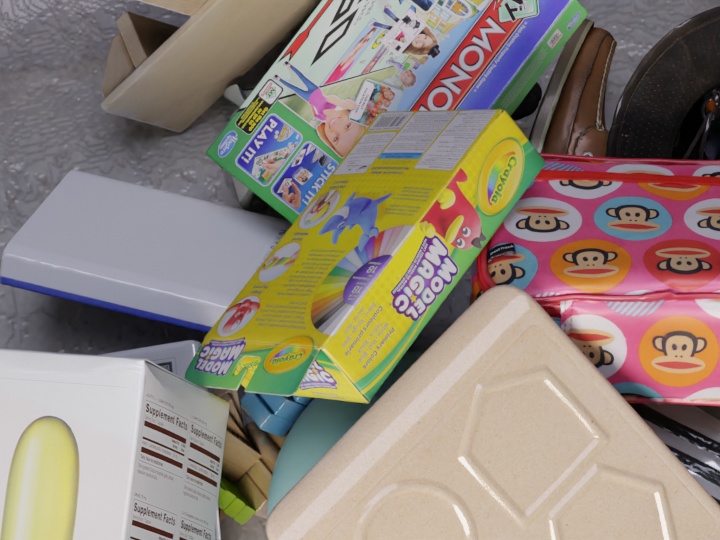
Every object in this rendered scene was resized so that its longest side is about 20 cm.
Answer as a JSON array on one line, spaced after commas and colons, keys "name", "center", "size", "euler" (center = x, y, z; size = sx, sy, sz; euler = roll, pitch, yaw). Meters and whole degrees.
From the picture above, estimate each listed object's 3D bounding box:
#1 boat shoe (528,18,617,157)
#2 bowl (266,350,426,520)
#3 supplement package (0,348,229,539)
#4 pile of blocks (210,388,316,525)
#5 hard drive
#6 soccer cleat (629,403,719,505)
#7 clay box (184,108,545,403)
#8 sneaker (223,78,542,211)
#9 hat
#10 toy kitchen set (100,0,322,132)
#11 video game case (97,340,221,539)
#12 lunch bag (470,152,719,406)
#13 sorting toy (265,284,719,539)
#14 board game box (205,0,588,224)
[{"name": "boat shoe", "center": [0.126, -0.052, 1.766], "size": [0.068, 0.072, 0.201], "euler": [17, 72, 6]}, {"name": "bowl", "center": [0.058, 0.129, 1.606], "size": [0.199, 0.105, 0.202], "euler": [4, 73, -15]}, {"name": "supplement package", "center": [-0.186, 0.148, 1.545], "size": [0.190, 0.147, 0.202], "euler": [3, 79, 16]}, {"name": "pile of blocks", "center": [-0.046, 0.102, 1.664], "size": [0.199, 0.082, 0.062], "euler": [-31, 52, -16]}, {"name": "hard drive", "center": [-0.093, -0.004, 1.725], "size": [0.199, 0.026, 0.132], "euler": [13, 26, 8]}, {"name": "soccer cleat", "center": [0.198, 0.130, 1.640], "size": [0.085, 0.069, 0.201], "euler": [-31, 75, -2]}, {"name": "clay box", "center": [0.000, 0.000, 1.589], "size": [0.115, 0.048, 0.200], "euler": [3, 51, 55]}, {"name": "sneaker", "center": [0.014, -0.073, 1.768], "size": [0.199, 0.074, 0.089], "euler": [-7, 73, 22]}, {"name": "hat", "center": [0.226, -0.071, 1.757], "size": [0.199, 0.081, 0.202], "euler": [-4, 103, -15]}, {"name": "toy kitchen set", "center": [-0.104, -0.206, 1.809], "size": [0.163, 0.199, 0.181], "euler": [-41, 59, 26]}, {"name": "video game case", "center": [-0.173, 0.142, 1.633], "size": [0.199, 0.023, 0.184], "euler": [-9, 75, 13]}, {"name": "lunch bag", "center": [0.159, -0.004, 1.621], "size": [0.198, 0.082, 0.177], "euler": [2, 32, 1]}, {"name": "sorting toy", "center": [0.077, 0.138, 1.529], "size": [0.185, 0.036, 0.200], "euler": [-45, 96, -11]}, {"name": "board game box", "center": [0.020, -0.107, 1.719], "size": [0.134, 0.029, 0.200], "euler": [38, 91, 29]}]
